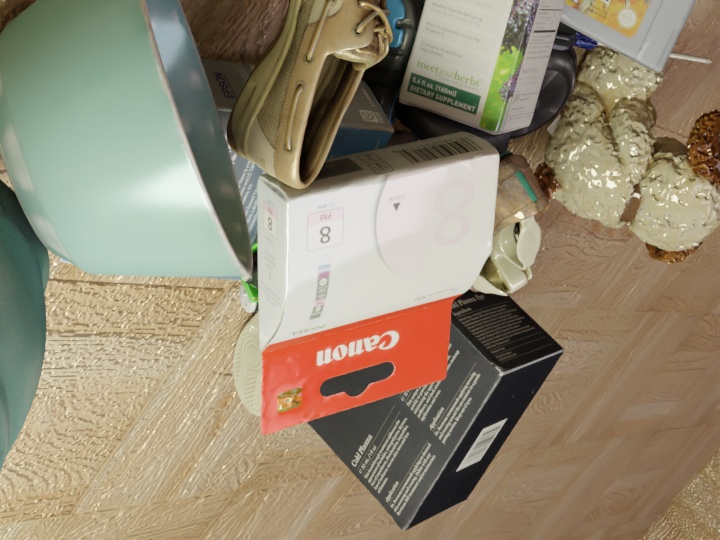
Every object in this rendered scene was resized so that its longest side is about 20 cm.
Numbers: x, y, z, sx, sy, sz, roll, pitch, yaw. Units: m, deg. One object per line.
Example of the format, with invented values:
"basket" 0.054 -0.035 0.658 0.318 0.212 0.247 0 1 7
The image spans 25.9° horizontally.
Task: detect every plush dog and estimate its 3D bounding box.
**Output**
"plush dog" 0.255 -0.086 1.439 0.161 0.170 0.201 -56 165 -36

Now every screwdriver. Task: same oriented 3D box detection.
"screwdriver" 0.212 -0.191 1.311 0.197 0.028 0.029 5 164 -16

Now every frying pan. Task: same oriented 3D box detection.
"frying pan" 0.114 -0.128 1.358 0.190 0.031 0.114 -46 144 21

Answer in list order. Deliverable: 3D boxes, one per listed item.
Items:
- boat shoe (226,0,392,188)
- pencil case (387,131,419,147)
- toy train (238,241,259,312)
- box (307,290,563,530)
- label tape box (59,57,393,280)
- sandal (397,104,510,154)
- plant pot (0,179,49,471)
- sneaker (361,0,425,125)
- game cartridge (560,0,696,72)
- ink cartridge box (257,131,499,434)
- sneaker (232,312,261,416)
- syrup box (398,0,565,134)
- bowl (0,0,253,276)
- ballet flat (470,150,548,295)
"boat shoe" -0.009 -0.147 0.959 0.071 0.064 0.202 5 115 -58
"pencil case" 0.045 -0.068 1.274 0.199 0.090 0.078 -16 159 -49
"toy train" 0.000 0.000 1.107 0.198 0.042 0.057 -6 147 -31
"box" 0.052 0.092 1.419 0.104 0.182 0.201 -15 143 -49
"label tape box" -0.096 -0.067 1.061 0.198 0.066 0.144 5 129 -30
"sandal" 0.065 -0.100 1.164 0.200 0.075 0.043 -108 -151 -78
"plant pot" -0.249 0.018 0.843 0.135 0.198 0.202 -60 173 -47
"sneaker" 0.006 -0.123 1.147 0.082 0.073 0.201 -27 154 -52
"game cartridge" 0.189 -0.244 1.185 0.198 0.042 0.134 18 105 -37
"ink cartridge box" 0.011 0.017 1.057 0.161 0.057 0.203 -14 119 -27
"sneaker" -0.040 0.039 1.319 0.084 0.075 0.201 -10 137 -46
"syrup box" 0.098 -0.203 1.077 0.081 0.078 0.202 -20 128 -64
"bowl" -0.138 -0.078 0.874 0.104 0.203 0.201 -18 154 3
"ballet flat" 0.112 -0.019 1.277 0.068 0.067 0.201 -35 161 -17
